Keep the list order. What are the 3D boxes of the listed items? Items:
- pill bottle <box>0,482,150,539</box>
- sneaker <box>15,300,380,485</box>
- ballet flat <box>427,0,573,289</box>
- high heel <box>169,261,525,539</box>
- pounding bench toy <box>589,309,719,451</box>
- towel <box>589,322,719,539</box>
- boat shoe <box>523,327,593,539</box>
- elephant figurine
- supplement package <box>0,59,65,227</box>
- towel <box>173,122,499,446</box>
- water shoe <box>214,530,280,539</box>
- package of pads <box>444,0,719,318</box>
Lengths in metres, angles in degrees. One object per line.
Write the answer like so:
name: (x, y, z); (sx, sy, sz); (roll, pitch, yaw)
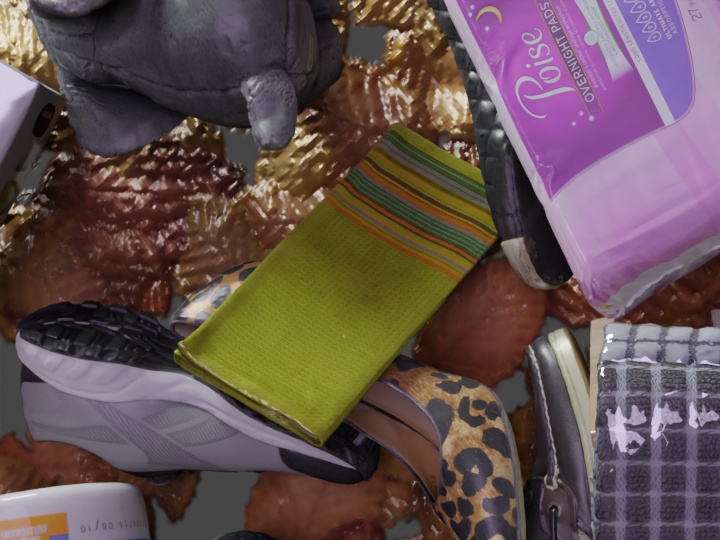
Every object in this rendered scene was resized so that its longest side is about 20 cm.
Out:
pill bottle: (-0.152, 0.214, 0.846); (0.111, 0.112, 0.201); (-12, 78, 13)
sneaker: (-0.085, 0.076, 0.879); (0.199, 0.074, 0.080); (14, 116, 11)
ballet flat: (0.075, -0.084, 0.865); (0.057, 0.066, 0.201); (-26, 68, 43)
high heel: (-0.007, 0.076, 0.804); (0.142, 0.072, 0.201); (-7, 50, -17)
pounding bench toy: (0.200, 0.120, 0.756); (0.155, 0.124, 0.201); (-11, 108, 12)
towel: (0.170, 0.123, 0.649); (0.165, 0.086, 0.201); (0, 111, 9)
boat shoe: (0.098, 0.129, 0.812); (0.064, 0.073, 0.201); (-12, 79, 8)
elephant figurine: (-0.116, -0.130, 0.881); (0.199, 0.155, 0.142); (-4, 96, 14)
supplement package: (-0.274, -0.044, 0.896); (0.155, 0.111, 0.201); (28, 90, -3)
towel: (0.000, 0.000, 0.820); (0.086, 0.018, 0.200); (27, 47, 17)
water shoe: (-0.008, 0.213, 0.842); (0.200, 0.071, 0.079); (39, 121, 15)
package of pads: (0.120, -0.091, 0.776); (0.120, 0.076, 0.201); (-28, 73, 15)
